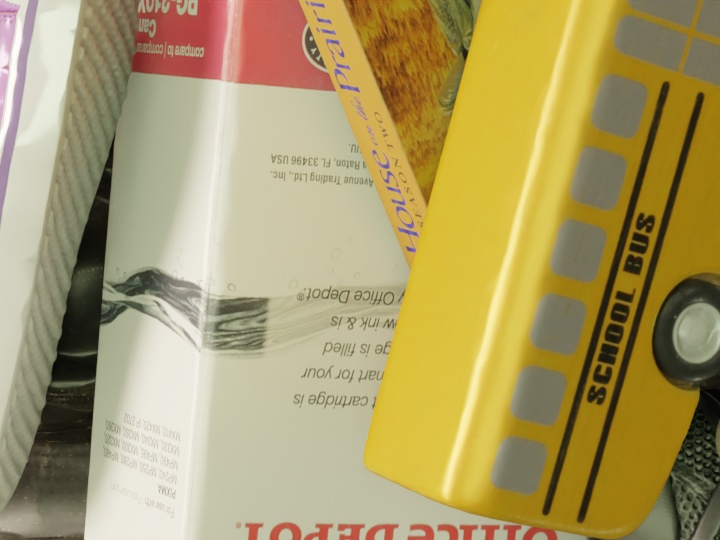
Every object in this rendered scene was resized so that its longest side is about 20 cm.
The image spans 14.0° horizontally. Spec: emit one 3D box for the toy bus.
[{"bbox_3d":[0.067,-0.030,0.815,0.078,0.065,0.200,13,93,-30],"label":"toy bus"}]

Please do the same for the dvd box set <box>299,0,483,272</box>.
[{"bbox_3d":[0.066,-0.056,0.866,0.146,0.029,0.200,-32,114,-22],"label":"dvd box set"}]

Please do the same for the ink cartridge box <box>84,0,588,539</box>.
[{"bbox_3d":[0.000,0.000,0.908,0.145,0.084,0.200,3,94,-29],"label":"ink cartridge box"}]

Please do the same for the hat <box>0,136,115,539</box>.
[{"bbox_3d":[-0.104,0.008,0.962,0.200,0.081,0.201,1,94,10],"label":"hat"}]

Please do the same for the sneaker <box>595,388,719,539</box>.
[{"bbox_3d":[0.140,0.135,0.927,0.114,0.076,0.200,-7,86,17],"label":"sneaker"}]

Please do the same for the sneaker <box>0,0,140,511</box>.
[{"bbox_3d":[-0.138,-0.031,0.876,0.114,0.073,0.201,20,107,7],"label":"sneaker"}]

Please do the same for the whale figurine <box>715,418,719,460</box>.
[{"bbox_3d":[0.183,0.047,0.841,0.159,0.104,0.200,-11,59,11],"label":"whale figurine"}]
